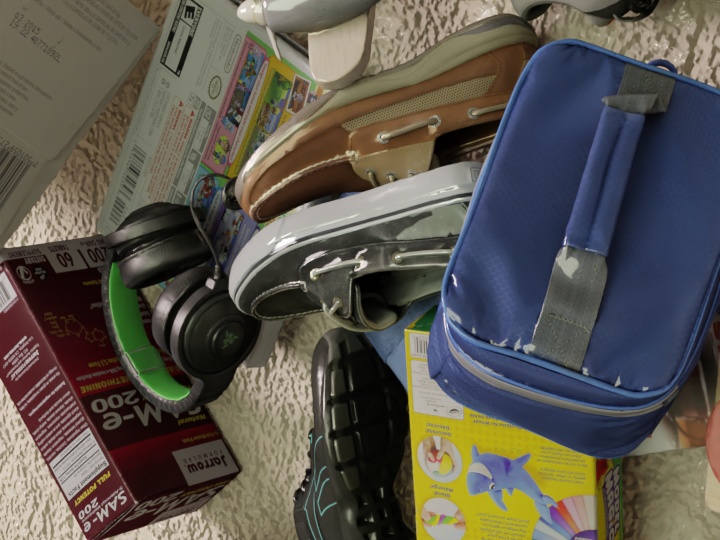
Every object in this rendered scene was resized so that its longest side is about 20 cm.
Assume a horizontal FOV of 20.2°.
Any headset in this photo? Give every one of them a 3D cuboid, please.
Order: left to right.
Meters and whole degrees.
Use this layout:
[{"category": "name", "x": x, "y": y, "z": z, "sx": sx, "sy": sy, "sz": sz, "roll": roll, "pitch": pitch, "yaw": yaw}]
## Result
[{"category": "headset", "x": -0.101, "y": 0.004, "z": 1.288, "sx": 0.124, "sy": 0.094, "sz": 0.200, "roll": 56, "pitch": 142, "yaw": 21}]

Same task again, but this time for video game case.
[{"category": "video game case", "x": -0.089, "y": -0.068, "z": 1.321, "sx": 0.182, "sy": 0.022, "sz": 0.200, "roll": 39, "pitch": 118, "yaw": 36}]

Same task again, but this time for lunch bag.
[{"category": "lunch bag", "x": 0.122, "y": -0.019, "z": 1.033, "sx": 0.136, "sy": 0.132, "sz": 0.200, "roll": 19, "pitch": 72, "yaw": 3}]

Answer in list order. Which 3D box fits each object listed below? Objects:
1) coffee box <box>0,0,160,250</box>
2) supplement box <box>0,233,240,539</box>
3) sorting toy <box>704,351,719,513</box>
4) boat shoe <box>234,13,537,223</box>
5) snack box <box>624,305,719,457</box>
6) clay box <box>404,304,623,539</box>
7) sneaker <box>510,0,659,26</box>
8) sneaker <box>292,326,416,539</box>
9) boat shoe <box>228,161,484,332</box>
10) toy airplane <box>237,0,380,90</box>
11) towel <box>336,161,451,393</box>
[{"category": "coffee box", "x": -0.298, "y": -0.159, "z": 1.318, "sx": 0.198, "sy": 0.200, "sz": 0.200, "roll": 34, "pitch": 87, "yaw": 36}, {"category": "supplement box", "x": -0.178, "y": 0.076, "z": 1.370, "sx": 0.061, "sy": 0.109, "sz": 0.200, "roll": -41, "pitch": 73, "yaw": 34}, {"category": "sorting toy", "x": 0.271, "y": 0.051, "z": 1.028, "sx": 0.200, "sy": 0.070, "sz": 0.199, "roll": 10, "pitch": 101, "yaw": 31}, {"category": "boat shoe", "x": 0.022, "y": -0.075, "z": 1.169, "sx": 0.200, "sy": 0.076, "sz": 0.072, "roll": -28, "pitch": 76, "yaw": 5}, {"category": "snack box", "x": 0.165, "y": 0.003, "z": 1.146, "sx": 0.072, "sy": 0.024, "sz": 0.201, "roll": -12, "pitch": 89, "yaw": 36}, {"category": "clay box", "x": 0.090, "y": 0.125, "z": 1.155, "sx": 0.115, "sy": 0.048, "sz": 0.201, "roll": 6, "pitch": 113, "yaw": 26}, {"category": "sneaker", "x": 0.159, "y": -0.175, "z": 1.104, "sx": 0.200, "sy": 0.074, "sz": 0.080, "roll": 4, "pitch": 111, "yaw": 42}, {"category": "sneaker", "x": -0.013, "y": 0.135, "z": 1.270, "sx": 0.079, "sy": 0.075, "sz": 0.201, "roll": -1, "pitch": 99, "yaw": 43}, {"category": "boat shoe", "x": 0.000, "y": 0.000, "z": 1.161, "sx": 0.200, "sy": 0.072, "sz": 0.071, "roll": -24, "pitch": 61, "yaw": 38}, {"category": "toy airplane", "x": -0.021, "y": -0.225, "z": 1.182, "sx": 0.199, "sy": 0.141, "sz": 0.200, "roll": -55, "pitch": 48, "yaw": 7}, {"category": "towel", "x": 0.055, "y": 0.027, "z": 1.221, "sx": 0.112, "sy": 0.048, "sz": 0.200, "roll": -46, "pitch": 70, "yaw": 33}]
